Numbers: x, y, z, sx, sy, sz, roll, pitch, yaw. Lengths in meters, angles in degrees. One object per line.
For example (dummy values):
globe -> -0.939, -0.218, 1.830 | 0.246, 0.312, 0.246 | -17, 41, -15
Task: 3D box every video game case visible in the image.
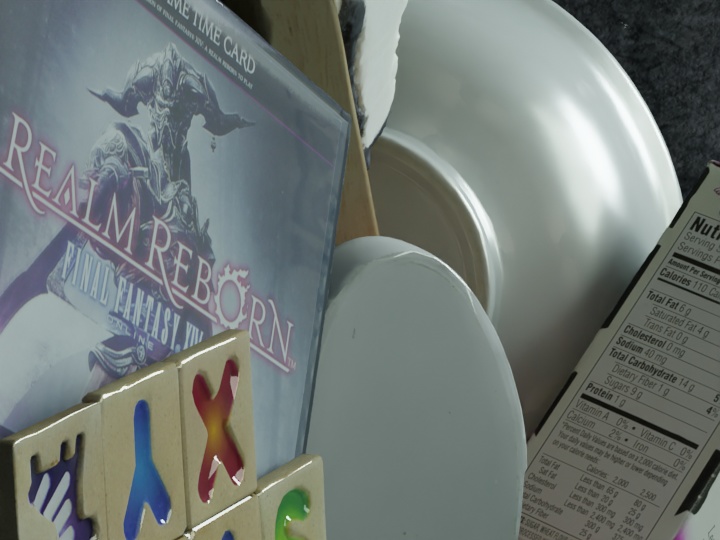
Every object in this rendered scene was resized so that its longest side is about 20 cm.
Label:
video game case -> -0.053, 0.034, 0.576 | 0.143, 0.019, 0.201 | 38, 56, -55

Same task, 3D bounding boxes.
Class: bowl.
bowl -> 0.000, 0.000, 0.926 | 0.090, 0.200, 0.202 | -30, 99, -79

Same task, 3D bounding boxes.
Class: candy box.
candy box -> 0.090, 0.087, 0.911 | 0.061, 0.200, 0.137 | 25, -24, 27

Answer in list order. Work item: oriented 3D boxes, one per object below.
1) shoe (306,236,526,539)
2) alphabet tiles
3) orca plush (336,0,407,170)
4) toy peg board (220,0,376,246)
shoe -> -0.009, 0.081, 0.737 | 0.091, 0.071, 0.201 | 21, -55, 51
alphabet tiles -> -0.037, 0.119, 0.563 | 0.166, 0.006, 0.201 | -25, 114, -67
orca plush -> -0.015, -0.109, 0.788 | 0.071, 0.105, 0.200 | 27, -22, 14
toy peg board -> -0.083, -0.048, 0.772 | 0.199, 0.097, 0.201 | 53, -18, 41
